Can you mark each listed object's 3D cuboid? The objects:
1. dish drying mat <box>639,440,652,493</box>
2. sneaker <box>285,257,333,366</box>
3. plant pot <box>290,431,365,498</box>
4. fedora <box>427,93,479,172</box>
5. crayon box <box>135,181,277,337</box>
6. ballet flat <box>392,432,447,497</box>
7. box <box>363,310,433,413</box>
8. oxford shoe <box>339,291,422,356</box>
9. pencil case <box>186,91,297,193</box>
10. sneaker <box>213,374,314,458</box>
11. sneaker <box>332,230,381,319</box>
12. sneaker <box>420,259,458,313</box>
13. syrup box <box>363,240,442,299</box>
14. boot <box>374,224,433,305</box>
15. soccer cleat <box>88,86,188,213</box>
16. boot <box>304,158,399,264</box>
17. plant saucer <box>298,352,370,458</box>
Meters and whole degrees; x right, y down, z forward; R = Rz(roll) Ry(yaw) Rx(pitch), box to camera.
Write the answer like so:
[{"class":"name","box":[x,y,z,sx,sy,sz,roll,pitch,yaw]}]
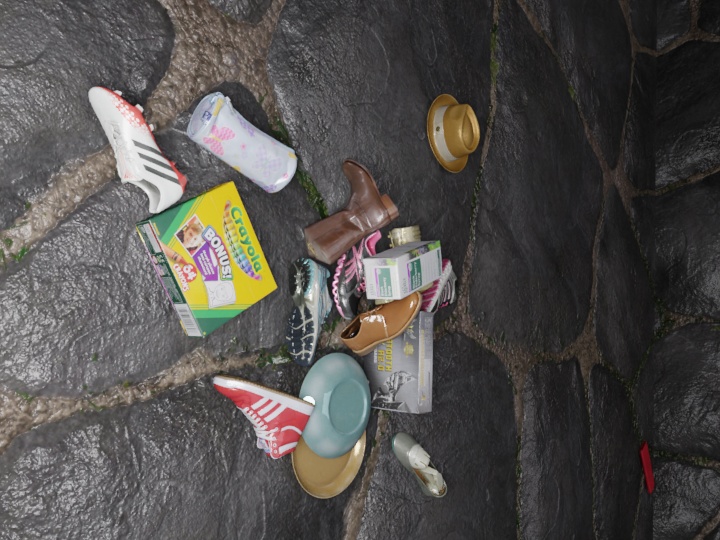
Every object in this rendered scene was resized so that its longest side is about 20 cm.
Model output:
[{"class":"dish drying mat","box":[1.192,0.818,2.427,0.076,0.018,0.204,-29,106,-44]},{"class":"sneaker","box":[-0.087,0.082,1.119,0.085,0.077,0.205,12,78,-48]},{"class":"plant pot","box":[-0.066,0.341,1.153,0.198,0.027,0.205,6,82,-46]},{"class":"fedora","box":[0.252,-0.358,1.500,0.198,0.081,0.206,6,82,-46]},{"class":"crayon box","box":[-0.249,-0.021,0.970,0.172,0.058,0.203,-36,112,-42]},{"class":"ballet flat","box":[0.143,0.444,1.335,0.068,0.063,0.202,-51,121,-35]},{"class":"box","box":[0.077,0.188,1.221,0.048,0.156,0.205,8,82,-44]},{"class":"oxford shoe","box":[0.039,0.101,1.174,0.071,0.199,0.072,35,27,-33]},{"class":"pencil case","box":[-0.202,-0.219,1.017,0.199,0.083,0.092,34,85,-40]},{"class":"sneaker","box":[-0.179,0.257,1.012,0.198,0.071,0.114,27,78,-30]},{"class":"sneaker","box":[0.000,0.000,1.193,0.079,0.093,0.205,27,67,-67]},{"class":"sneaker","box":[0.187,0.067,1.404,0.088,0.073,0.201,50,49,-23]},{"class":"syrup box","box":[0.089,-0.004,1.175,0.199,0.080,0.081,-22,108,-57]},{"class":"boot","box":[0.087,-0.015,1.308,0.198,0.072,0.159,-22,103,-46]},{"class":"soccer cleat","box":[-0.344,-0.179,0.881,0.202,0.068,0.086,58,46,-31]},{"class":"boot","box":[-0.049,-0.121,1.181,0.198,0.187,0.065,-34,151,-14]},{"class":"plant saucer","box":[-0.036,0.265,1.144,0.199,0.038,0.206,5,83,-46]}]
